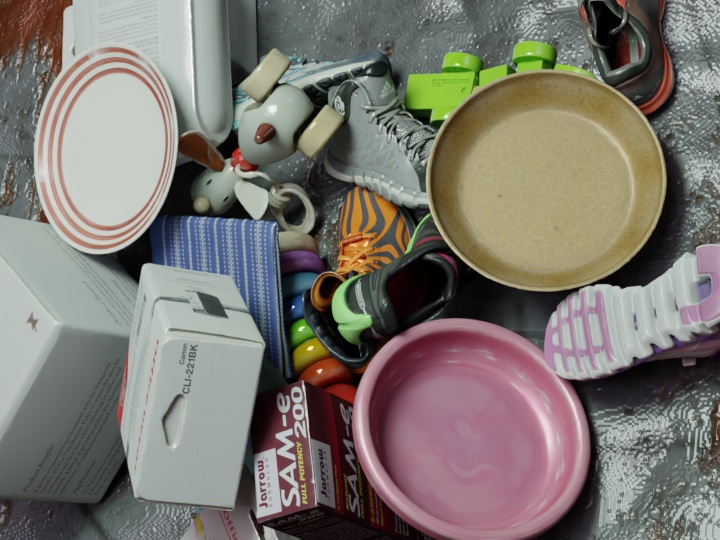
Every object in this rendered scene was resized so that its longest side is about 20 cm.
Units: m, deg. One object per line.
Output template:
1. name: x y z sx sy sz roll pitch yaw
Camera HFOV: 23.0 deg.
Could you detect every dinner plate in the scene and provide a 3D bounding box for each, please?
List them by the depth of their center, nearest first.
1. dinner plate: -0.236 -0.115 1.664 0.200 0.024 0.200 -4 85 41

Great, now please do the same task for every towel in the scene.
1. towel: -0.130 0.022 1.626 0.200 0.024 0.145 5 102 50

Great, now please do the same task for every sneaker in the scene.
1. sneaker: 0.241 0.047 1.425 0.200 0.088 0.081 -22 59 38
2. sneaker: 0.065 0.003 1.506 0.084 0.077 0.200 -4 29 49
3. sneaker: 0.224 -0.236 1.539 0.077 0.082 0.200 -24 61 22
4. sneaker: 0.000 0.000 1.565 0.078 0.112 0.200 -24 60 26
5. sneaker: 0.034 -0.126 1.575 0.200 0.075 0.116 17 122 44
6. sneaker: -0.064 -0.179 1.697 0.200 0.078 0.086 -20 60 24

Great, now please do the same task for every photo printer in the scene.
1. photo printer: -0.201 -0.196 1.708 0.166 0.069 0.200 -9 81 34

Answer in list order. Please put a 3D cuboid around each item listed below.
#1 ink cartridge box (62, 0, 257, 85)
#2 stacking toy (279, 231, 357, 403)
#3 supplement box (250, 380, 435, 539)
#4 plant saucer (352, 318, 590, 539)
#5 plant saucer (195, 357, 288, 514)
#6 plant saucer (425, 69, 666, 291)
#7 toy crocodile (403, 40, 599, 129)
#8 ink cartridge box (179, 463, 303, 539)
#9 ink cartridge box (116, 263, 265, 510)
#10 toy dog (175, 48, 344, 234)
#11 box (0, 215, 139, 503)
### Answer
1. ink cartridge box: -0.206 -0.235 1.808 0.200 0.067 0.116 -13 67 27
2. stacking toy: -0.046 0.066 1.594 0.085 0.085 0.200 -33 62 17
3. supplement box: -0.012 0.170 1.456 0.061 0.200 0.109 -20 63 25
4. plant saucer: 0.087 0.137 1.446 0.051 0.200 0.201 118 144 -56
5. plant saucer: -0.104 0.149 1.577 0.200 0.036 0.200 18 114 48
6. plant saucer: 0.156 -0.072 1.488 0.200 0.035 0.200 -2 70 5
7. toy crocodile: 0.124 -0.160 1.591 0.200 0.062 0.068 -3 71 35
8. ink cartridge box: -0.086 0.245 1.484 0.117 0.067 0.200 64 145 22
9. ink cartridge box: -0.142 0.092 1.445 0.200 0.084 0.144 -126 46 -71
10. toy dog: -0.100 -0.102 1.604 0.132 0.096 0.200 28 131 11
11. box: -0.311 0.083 1.666 0.200 0.171 0.199 44 110 35
